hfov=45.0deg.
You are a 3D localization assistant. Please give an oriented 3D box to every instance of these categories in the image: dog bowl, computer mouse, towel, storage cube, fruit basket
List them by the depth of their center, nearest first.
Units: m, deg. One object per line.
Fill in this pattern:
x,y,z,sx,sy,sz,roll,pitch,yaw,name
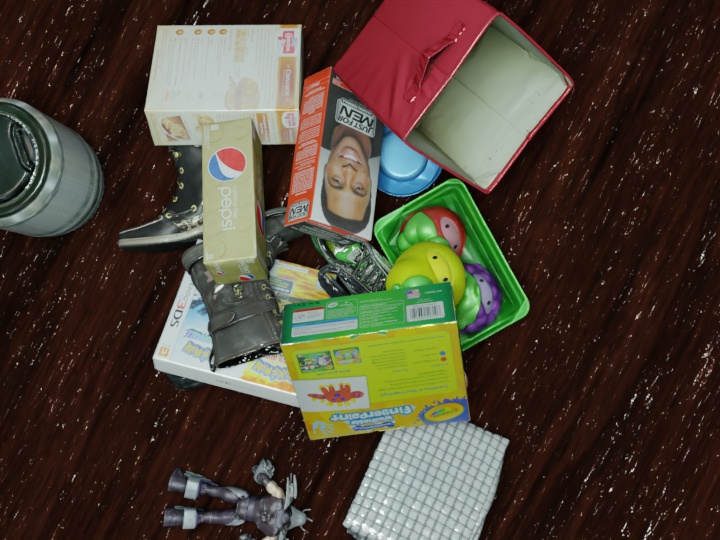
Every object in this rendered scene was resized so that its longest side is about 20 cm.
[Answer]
0.107,-0.232,1.032,0.171,0.199,0.180,-52,46,14,storage cube
0.106,0.000,1.105,0.155,0.216,0.217,-29,85,2,fruit basket
0.085,0.283,1.127,0.164,0.086,0.201,24,66,4,towel
0.011,0.068,1.161,0.058,0.034,0.201,-25,112,27,computer mouse
0.040,-0.195,1.198,0.111,0.050,0.201,-26,86,2,dog bowl

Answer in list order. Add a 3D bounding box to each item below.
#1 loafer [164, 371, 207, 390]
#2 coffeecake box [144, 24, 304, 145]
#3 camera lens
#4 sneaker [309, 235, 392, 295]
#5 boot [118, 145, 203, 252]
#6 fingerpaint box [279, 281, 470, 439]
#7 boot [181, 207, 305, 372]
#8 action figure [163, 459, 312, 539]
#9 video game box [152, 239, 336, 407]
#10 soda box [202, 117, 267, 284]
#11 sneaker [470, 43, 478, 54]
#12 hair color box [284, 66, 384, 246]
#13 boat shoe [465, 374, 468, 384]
-0.174,0.098,1.187,0.199,0.072,0.073,-25,64,-16,loafer
-0.176,-0.250,1.168,0.198,0.073,0.155,0,59,0,coffeecake box
-0.443,-0.130,1.151,0.158,0.200,0.162,0,86,4,camera lens
0.000,0.000,1.170,0.200,0.085,0.078,44,90,5,sneaker
-0.245,-0.111,1.200,0.198,0.073,0.152,-13,84,4,boot
0.021,0.108,1.022,0.198,0.074,0.168,-8,129,6,fingerpaint box
-0.122,0.026,1.105,0.199,0.069,0.175,-25,66,-7,boot
-0.161,0.318,1.173,0.198,0.069,0.131,9,80,1,action figure
-0.148,0.066,1.139,0.198,0.047,0.184,14,63,2,video game box
-0.158,-0.087,1.088,0.067,0.064,0.202,-7,64,4,soda box
0.155,-0.279,1.178,0.199,0.082,0.077,33,89,6,sneaker
-0.029,-0.142,1.103,0.101,0.061,0.202,17,73,-37,hair color box
0.042,0.131,1.134,0.198,0.063,0.072,10,78,8,boat shoe
